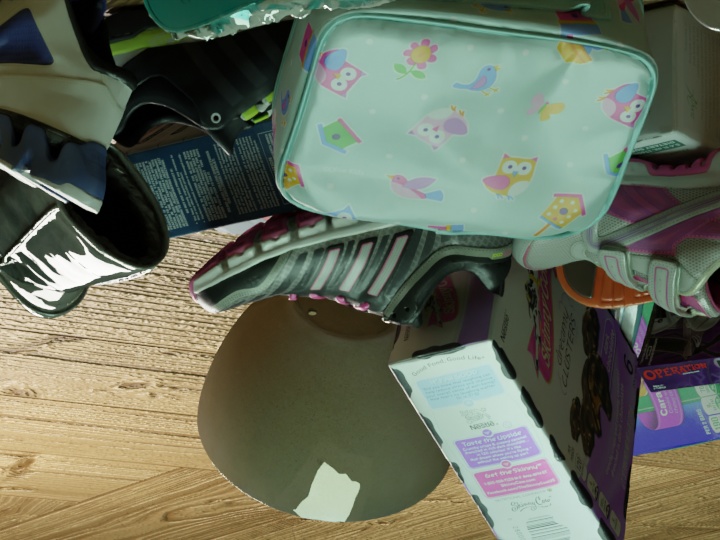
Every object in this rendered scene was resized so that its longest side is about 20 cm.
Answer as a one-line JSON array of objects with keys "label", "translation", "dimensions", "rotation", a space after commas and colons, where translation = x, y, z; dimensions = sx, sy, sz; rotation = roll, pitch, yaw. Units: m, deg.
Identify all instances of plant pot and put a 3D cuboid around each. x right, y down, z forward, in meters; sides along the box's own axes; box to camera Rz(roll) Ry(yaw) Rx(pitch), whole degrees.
[{"label": "plant pot", "translation": [-0.018, 0.071, 2.192], "dimensions": [0.199, 0.201, 0.135], "rotation": [2, 130, -9]}]

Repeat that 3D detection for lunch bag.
[{"label": "lunch bag", "translation": [0.058, -0.100, 1.568], "dimensions": [0.199, 0.077, 0.161], "rotation": [6, 132, -12]}]

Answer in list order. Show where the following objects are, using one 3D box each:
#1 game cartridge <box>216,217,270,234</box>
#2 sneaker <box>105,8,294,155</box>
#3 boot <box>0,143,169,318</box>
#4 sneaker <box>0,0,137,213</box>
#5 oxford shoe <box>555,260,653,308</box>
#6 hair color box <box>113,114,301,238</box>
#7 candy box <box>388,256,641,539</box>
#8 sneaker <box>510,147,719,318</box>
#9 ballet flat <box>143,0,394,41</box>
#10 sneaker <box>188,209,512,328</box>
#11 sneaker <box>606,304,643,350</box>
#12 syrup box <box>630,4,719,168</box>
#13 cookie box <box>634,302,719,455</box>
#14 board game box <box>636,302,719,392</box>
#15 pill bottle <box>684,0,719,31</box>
[{"label": "game cartridge", "translation": [-0.034, -0.062, 1.911], "dimensions": [0.199, 0.041, 0.133], "rotation": [-6, 161, 21]}, {"label": "sneaker", "translation": [-0.061, -0.104, 1.643], "dimensions": [0.199, 0.083, 0.072], "rotation": [-4, 166, 16]}, {"label": "boot", "translation": [-0.202, -0.050, 1.720], "dimensions": [0.182, 0.073, 0.200], "rotation": [42, 165, -4]}, {"label": "sneaker", "translation": [-0.198, -0.120, 1.598], "dimensions": [0.199, 0.115, 0.081], "rotation": [26, 174, 22]}, {"label": "oxford shoe", "translation": [0.221, -0.015, 1.741], "dimensions": [0.199, 0.072, 0.073], "rotation": [1, -172, 17]}, {"label": "hair color box", "translation": [-0.060, -0.071, 1.738], "dimensions": [0.199, 0.061, 0.100], "rotation": [-11, -164, 37]}, {"label": "candy box", "translation": [0.099, 0.059, 1.795], "dimensions": [0.071, 0.168, 0.200], "rotation": [-14, 129, 24]}, {"label": "sneaker", "translation": [0.175, -0.016, 1.656], "dimensions": [0.199, 0.089, 0.081], "rotation": [-9, 163, 29]}, {"label": "ballet flat", "translation": [-0.024, -0.165, 1.474], "dimensions": [0.199, 0.072, 0.072], "rotation": [-8, 164, 34]}, {"label": "sneaker", "translation": [0.000, 0.000, 1.686], "dimensions": [0.199, 0.088, 0.074], "rotation": [-19, -169, 6]}, {"label": "sneaker", "translation": [0.123, -0.025, 1.880], "dimensions": [0.130, 0.080, 0.201], "rotation": [4, 130, 5]}, {"label": "syrup box", "translation": [0.203, -0.088, 1.718], "dimensions": [0.078, 0.082, 0.200], "rotation": [-9, 162, 35]}, {"label": "cookie box", "translation": [0.174, 0.040, 2.018], "dimensions": [0.200, 0.172, 0.075], "rotation": [-15, -171, 45]}, {"label": "board game box", "translation": [0.247, -0.014, 1.801], "dimensions": [0.120, 0.200, 0.032], "rotation": [-6, 134, 28]}, {"label": "pill bottle", "translation": [0.260, -0.142, 1.440], "dimensions": [0.199, 0.113, 0.112], "rotation": [10, 163, -33]}]
